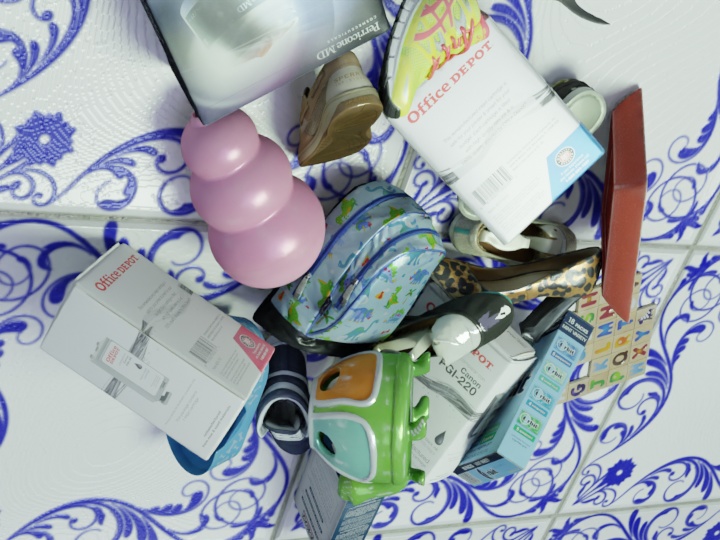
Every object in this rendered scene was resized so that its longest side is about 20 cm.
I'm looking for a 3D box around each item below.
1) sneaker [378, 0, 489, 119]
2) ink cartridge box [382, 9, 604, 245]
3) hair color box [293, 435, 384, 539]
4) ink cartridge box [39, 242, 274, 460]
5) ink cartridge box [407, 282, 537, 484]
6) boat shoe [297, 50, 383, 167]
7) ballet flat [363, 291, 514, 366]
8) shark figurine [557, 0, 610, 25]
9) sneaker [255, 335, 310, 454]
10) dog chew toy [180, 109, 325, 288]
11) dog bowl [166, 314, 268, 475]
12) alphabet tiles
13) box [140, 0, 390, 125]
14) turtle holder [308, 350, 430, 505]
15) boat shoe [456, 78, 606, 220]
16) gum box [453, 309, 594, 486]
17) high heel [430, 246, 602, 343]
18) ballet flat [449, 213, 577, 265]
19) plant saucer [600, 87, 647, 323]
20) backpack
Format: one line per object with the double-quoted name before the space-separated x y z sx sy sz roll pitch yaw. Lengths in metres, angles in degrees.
"sneaker" 0.077 -0.228 1.128 0.089 0.202 0.078 22 161 0
"ink cartridge box" 0.135 -0.152 1.249 0.146 0.086 0.200 -43 111 9
"hair color box" -0.027 0.281 1.494 0.060 0.101 0.201 -11 148 -22
"ink cartridge box" -0.198 0.076 1.189 0.199 0.147 0.083 34 109 -3
"ink cartridge box" 0.097 0.134 1.442 0.201 0.145 0.084 -56 156 18
"boat shoe" -0.025 -0.156 1.174 0.070 0.065 0.200 -16 171 -19
"ballet flat" 0.084 0.080 1.358 0.198 0.069 0.068 -18 116 34
"shark figurine" 0.180 -0.324 1.182 0.127 0.090 0.216 -25 131 -7
"sneaker" -0.086 0.178 1.398 0.069 0.109 0.202 -4 133 0
"dog chew toy" -0.115 -0.080 1.194 0.123 0.125 0.202 -30 125 -4
"dog bowl" -0.162 0.137 1.344 0.049 0.111 0.202 -5 128 -42
"alphabet tiles" 0.337 0.094 1.648 0.165 0.008 0.202 -16 131 -17
"box" -0.101 -0.271 1.044 0.198 0.124 0.200 -28 135 -6
"turtle holder" 0.011 0.171 1.328 0.129 0.143 0.186 2 154 4
"boat shoe" 0.186 -0.137 1.346 0.200 0.061 0.072 -40 123 6
"gum box" 0.197 0.161 1.469 0.044 0.170 0.202 32 68 -4
"high heel" 0.179 -0.008 1.377 0.198 0.072 0.143 27 118 -27
"ballet flat" 0.196 -0.030 1.426 0.197 0.062 0.069 4 95 -31
"plant saucer" 0.305 -0.078 1.392 0.036 0.201 0.202 3 130 8
"backpack" 0.000 0.000 1.307 0.162 0.153 0.202 13 105 -53
